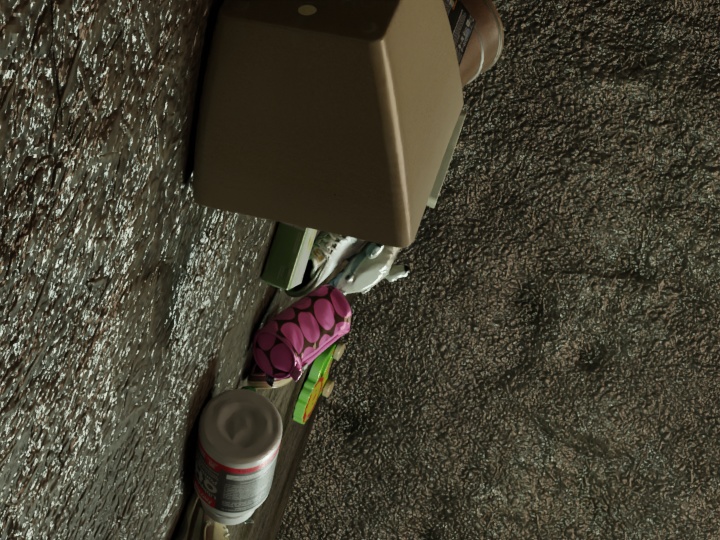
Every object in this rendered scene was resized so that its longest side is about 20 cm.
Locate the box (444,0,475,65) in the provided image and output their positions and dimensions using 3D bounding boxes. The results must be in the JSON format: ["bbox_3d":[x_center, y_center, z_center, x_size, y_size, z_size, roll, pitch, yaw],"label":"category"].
[{"bbox_3d":[0.068,-0.342,1.533,0.047,0.193,0.202,-18,-141,42],"label":"box"}]

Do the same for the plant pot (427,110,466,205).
[{"bbox_3d":[0.111,-0.263,2.404,0.200,0.174,0.203,-10,119,-86],"label":"plant pot"}]

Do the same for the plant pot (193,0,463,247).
[{"bbox_3d":[-0.027,-0.169,0.934,0.179,0.197,0.201,87,20,-48],"label":"plant pot"}]

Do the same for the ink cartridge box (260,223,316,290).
[{"bbox_3d":[-0.086,-0.056,1.631,0.200,0.047,0.148,-31,139,-81],"label":"ink cartridge box"}]

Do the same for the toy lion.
[{"bbox_3d":[-0.119,0.296,2.933,0.192,0.068,0.203,-50,160,-60],"label":"toy lion"}]

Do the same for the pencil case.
[{"bbox_3d":[-0.084,0.097,1.731,0.200,0.093,0.092,-39,156,-53],"label":"pencil case"}]

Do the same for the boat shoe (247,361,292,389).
[{"bbox_3d":[-0.135,0.129,1.786,0.200,0.071,0.073,-45,132,-67],"label":"boat shoe"}]

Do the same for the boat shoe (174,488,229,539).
[{"bbox_3d":[-0.222,0.377,1.574,0.076,0.073,0.202,104,6,-59],"label":"boat shoe"}]

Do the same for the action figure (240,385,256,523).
[{"bbox_3d":[-0.176,0.273,1.672,0.118,0.054,0.204,152,-57,-66],"label":"action figure"}]

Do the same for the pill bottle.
[{"bbox_3d":[-0.167,0.257,1.493,0.201,0.109,0.112,104,6,-49],"label":"pill bottle"}]

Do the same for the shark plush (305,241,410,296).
[{"bbox_3d":[0.000,0.000,1.856,0.200,0.090,0.084,-44,-143,21],"label":"shark plush"}]

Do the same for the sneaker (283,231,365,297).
[{"bbox_3d":[-0.048,-0.036,1.786,0.201,0.073,0.116,-51,179,15],"label":"sneaker"}]

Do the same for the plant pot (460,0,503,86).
[{"bbox_3d":[0.088,-0.326,1.714,0.199,0.199,0.201,-52,167,-31],"label":"plant pot"}]
